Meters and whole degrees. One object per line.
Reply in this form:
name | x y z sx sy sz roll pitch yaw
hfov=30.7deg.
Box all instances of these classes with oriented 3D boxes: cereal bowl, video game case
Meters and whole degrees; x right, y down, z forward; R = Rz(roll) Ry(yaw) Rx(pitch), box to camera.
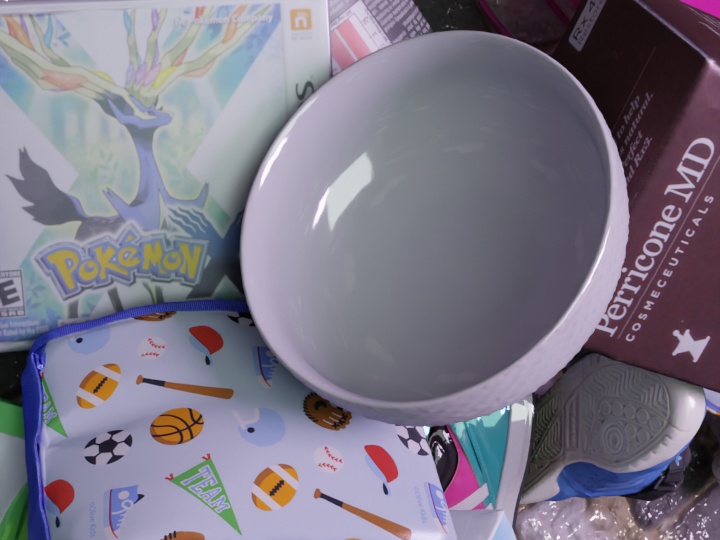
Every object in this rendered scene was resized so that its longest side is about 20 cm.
cereal bowl | 0.042 -0.014 0.658 0.083 0.199 0.202 42 70 -55
video game case | -0.110 -0.055 0.708 0.197 0.022 0.185 -5 99 -10

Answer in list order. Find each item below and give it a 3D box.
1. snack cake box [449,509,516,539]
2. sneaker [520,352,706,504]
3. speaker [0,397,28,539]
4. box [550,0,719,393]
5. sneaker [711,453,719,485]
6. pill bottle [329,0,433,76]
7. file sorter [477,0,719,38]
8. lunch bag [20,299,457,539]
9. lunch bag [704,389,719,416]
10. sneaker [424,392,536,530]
snack cake box | 0.058 0.237 0.775 0.067 0.114 0.201 -53 126 -45
sneaker | 0.174 0.098 0.820 0.110 0.200 0.078 -2 67 -27
speaker | -0.222 0.167 0.706 0.088 0.088 0.202 20 81 -21
box | 0.202 -0.040 0.737 0.198 0.165 0.167 17 113 -20
sneaker | 0.322 0.099 0.951 0.199 0.081 0.075 -27 69 -39
pill bottle | -0.021 -0.136 0.782 0.116 0.116 0.201 -41 103 -18
file sorter | 0.193 -0.212 0.869 0.139 0.125 0.200 45 74 -16
lunch bag | -0.072 0.108 0.674 0.198 0.171 0.125 6 130 -23
lunch bag | 0.206 0.001 0.899 0.199 0.075 0.161 36 78 -19
sneaker | 0.036 0.153 0.820 0.119 0.084 0.202 5 102 -8
